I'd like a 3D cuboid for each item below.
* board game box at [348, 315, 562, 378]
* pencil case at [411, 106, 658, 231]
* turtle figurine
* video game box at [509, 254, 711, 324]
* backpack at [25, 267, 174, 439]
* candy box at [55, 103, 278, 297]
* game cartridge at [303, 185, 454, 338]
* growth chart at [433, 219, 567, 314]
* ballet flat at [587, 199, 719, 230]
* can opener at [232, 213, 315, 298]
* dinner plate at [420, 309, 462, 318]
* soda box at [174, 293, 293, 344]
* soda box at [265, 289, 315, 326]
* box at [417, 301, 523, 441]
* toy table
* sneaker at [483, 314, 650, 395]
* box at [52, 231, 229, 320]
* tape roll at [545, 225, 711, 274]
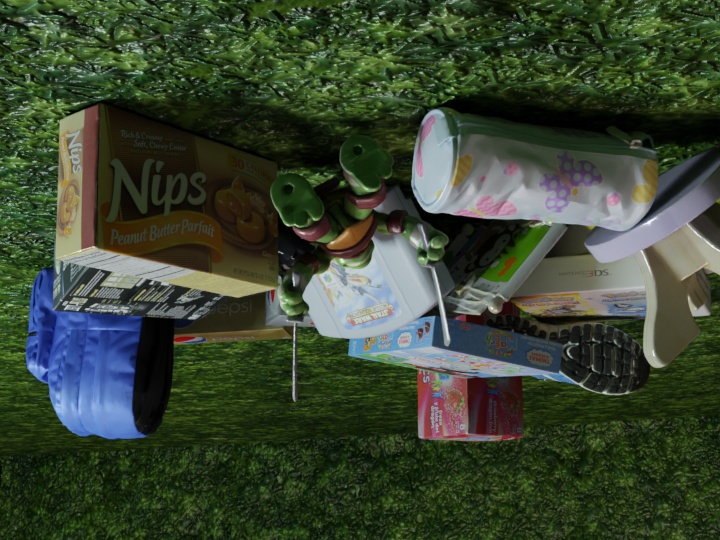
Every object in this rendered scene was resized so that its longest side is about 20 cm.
[{"bbox_3d":[0.095,0.083,1.272,0.150,0.037,0.200,13,168,-22],"label":"board game box"},{"bbox_3d":[0.141,-0.081,0.969,0.198,0.084,0.091,3,159,-19],"label":"pencil case"},{"bbox_3d":[0.001,-0.010,1.021,0.142,0.202,0.194,1,156,11],"label":"turtle figurine"},{"bbox_3d":[0.275,0.020,1.319,0.198,0.047,0.182,-5,164,22],"label":"video game box"},{"bbox_3d":[-0.300,0.096,1.403,0.166,0.202,0.163,-3,167,6],"label":"backpack"},{"bbox_3d":[-0.153,-0.052,0.988,0.055,0.117,0.199,-14,162,39],"label":"candy box"},{"bbox_3d":[0.000,0.000,1.199,0.041,0.134,0.199,-30,-173,-40],"label":"game cartridge"},{"bbox_3d":[0.124,-0.009,1.178,0.018,0.145,0.200,43,161,-18],"label":"growth chart"},{"bbox_3d":[0.301,-0.045,1.161,0.199,0.068,0.067,-11,164,35],"label":"ballet flat"},{"bbox_3d":[-0.097,-0.005,1.224,0.063,0.079,0.200,40,149,-11],"label":"can opener"},{"bbox_3d":[0.054,0.030,1.344,0.198,0.024,0.200,-2,-165,1],"label":"dinner plate"},{"bbox_3d":[-0.186,0.053,1.519,0.198,0.068,0.064,-3,166,8],"label":"soda box"},{"bbox_3d":[-0.013,0.032,1.447,0.198,0.069,0.063,4,167,-19],"label":"soda box"},{"bbox_3d":[0.136,0.110,1.499,0.099,0.202,0.095,9,165,-37],"label":"box"},{"bbox_3d":[0.288,-0.018,1.048,0.184,0.117,0.200,-40,-176,-4],"label":"toy table"},{"bbox_3d":[0.236,0.093,1.392,0.198,0.079,0.089,14,178,9],"label":"sneaker"},{"bbox_3d":[-0.209,-0.015,1.196,0.162,0.087,0.200,4,165,-22],"label":"box"},{"bbox_3d":[0.303,-0.020,1.330,0.201,0.037,0.203,-1,167,0],"label":"tape roll"}]
